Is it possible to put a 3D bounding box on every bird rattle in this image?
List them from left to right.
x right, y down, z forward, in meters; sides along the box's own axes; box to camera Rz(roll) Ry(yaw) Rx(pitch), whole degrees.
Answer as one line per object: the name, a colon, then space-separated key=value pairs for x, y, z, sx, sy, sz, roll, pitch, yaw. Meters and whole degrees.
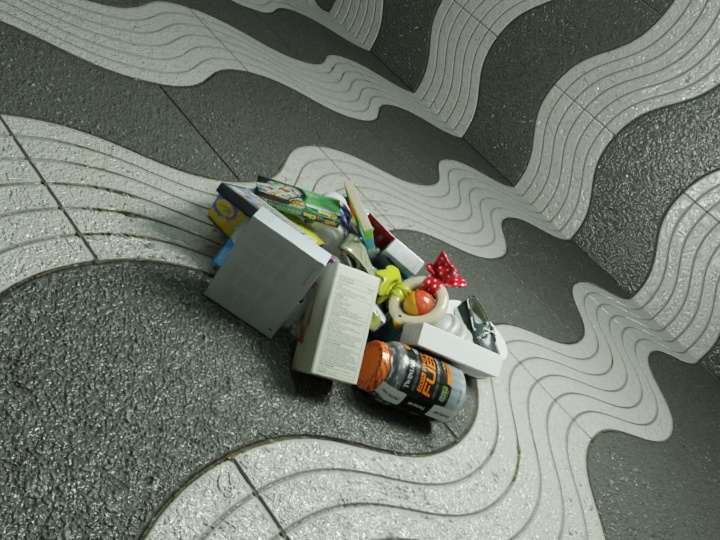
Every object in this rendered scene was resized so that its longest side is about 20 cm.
bird rattle: x=0.130 y=0.057 z=1.290 sx=0.199 sy=0.113 sz=0.164 roll=-4 pitch=53 yaw=3

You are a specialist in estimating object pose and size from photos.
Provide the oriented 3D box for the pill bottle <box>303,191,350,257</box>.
pill bottle: x=-0.081 y=-0.116 z=1.468 sx=0.111 sy=0.111 sz=0.200 roll=31 pitch=28 yaw=-14

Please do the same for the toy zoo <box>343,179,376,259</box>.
toy zoo: x=0.002 y=-0.109 z=1.408 sx=0.200 sy=0.020 sz=0.132 roll=77 pitch=-9 yaw=-70

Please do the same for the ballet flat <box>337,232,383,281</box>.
ballet flat: x=0.000 y=0.000 z=1.407 sx=0.067 sy=0.062 sz=0.200 roll=16 pitch=-37 yaw=48

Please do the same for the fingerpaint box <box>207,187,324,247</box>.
fingerpaint box: x=-0.206 y=-0.090 z=1.320 sx=0.200 sy=0.073 sz=0.167 roll=45 pitch=27 yaw=15

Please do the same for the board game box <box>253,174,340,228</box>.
board game box: x=-0.141 y=-0.156 z=1.353 sx=0.199 sy=0.024 sz=0.105 roll=17 pitch=29 yaw=-13

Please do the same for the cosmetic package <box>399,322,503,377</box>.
cosmetic package: x=0.185 y=0.163 z=1.220 sx=0.199 sy=0.082 sz=0.051 roll=24 pitch=75 yaw=-20

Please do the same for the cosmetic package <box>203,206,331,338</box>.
cosmetic package: x=-0.169 y=0.008 z=1.079 sx=0.151 sy=0.200 sz=0.052 roll=36 pitch=28 yaw=-5

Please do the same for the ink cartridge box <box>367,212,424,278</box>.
ink cartridge box: x=0.059 y=-0.050 z=1.482 sx=0.176 sy=0.045 sz=0.200 roll=42 pitch=-11 yaw=-2

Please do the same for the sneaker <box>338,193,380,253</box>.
sneaker: x=0.005 y=-0.137 z=1.646 sx=0.200 sy=0.078 sz=0.140 roll=53 pitch=4 yaw=-16

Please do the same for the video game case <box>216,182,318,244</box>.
video game case: x=-0.178 y=-0.103 z=1.194 sx=0.200 sy=0.026 sz=0.181 roll=37 pitch=6 yaw=-1

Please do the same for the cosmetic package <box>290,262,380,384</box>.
cosmetic package: x=-0.045 y=0.097 z=1.096 sx=0.103 sy=0.087 sz=0.201 roll=22 pitch=75 yaw=-29

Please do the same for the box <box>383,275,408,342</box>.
box: x=0.093 y=0.101 z=1.381 sx=0.049 sy=0.082 sz=0.200 roll=29 pitch=28 yaw=-15

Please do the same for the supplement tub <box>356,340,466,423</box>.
supplement tub: x=0.096 y=0.214 z=1.170 sx=0.200 sy=0.123 sz=0.123 roll=24 pitch=31 yaw=-25

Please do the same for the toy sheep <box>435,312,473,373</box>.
toy sheep: x=0.188 y=0.164 z=1.341 sx=0.138 sy=0.137 sz=0.200 roll=-82 pitch=154 yaw=-59

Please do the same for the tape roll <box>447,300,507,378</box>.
tape roll: x=0.267 y=0.170 z=1.499 sx=0.202 sy=0.071 sz=0.203 roll=29 pitch=29 yaw=-18

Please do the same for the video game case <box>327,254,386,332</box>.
video game case: x=-0.014 y=0.045 z=1.273 sx=0.181 sy=0.036 sz=0.200 roll=51 pitch=2 yaw=2

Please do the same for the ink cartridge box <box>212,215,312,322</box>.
ink cartridge box: x=-0.170 y=-0.002 z=1.172 sx=0.200 sy=0.116 sz=0.068 roll=38 pitch=0 yaw=-2

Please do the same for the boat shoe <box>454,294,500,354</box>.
boat shoe: x=0.284 y=0.141 z=1.421 sx=0.075 sy=0.060 sz=0.200 roll=15 pitch=35 yaw=-37
